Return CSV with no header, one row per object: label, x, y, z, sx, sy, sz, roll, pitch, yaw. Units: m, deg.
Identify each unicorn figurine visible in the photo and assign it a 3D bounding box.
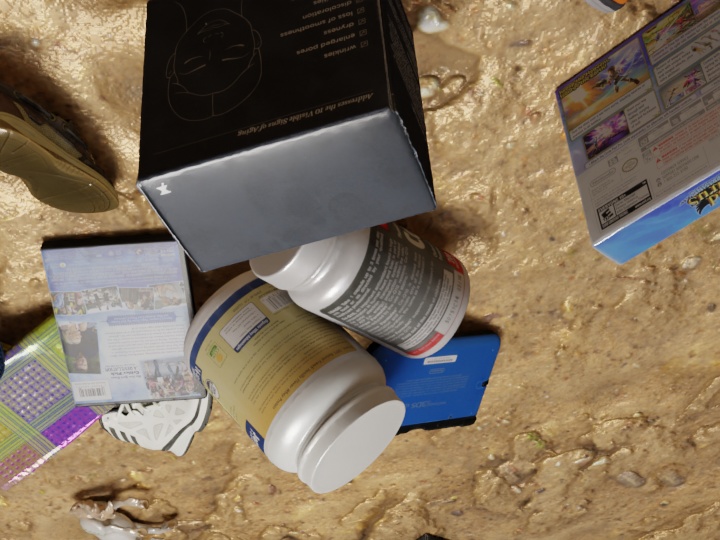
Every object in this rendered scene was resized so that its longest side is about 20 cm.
unicorn figurine,-0.319,0.355,1.643,0.137,0.074,0.200,-10,128,21

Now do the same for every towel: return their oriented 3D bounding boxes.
towel,-0.362,0.146,1.318,0.200,0.023,0.144,-37,127,4

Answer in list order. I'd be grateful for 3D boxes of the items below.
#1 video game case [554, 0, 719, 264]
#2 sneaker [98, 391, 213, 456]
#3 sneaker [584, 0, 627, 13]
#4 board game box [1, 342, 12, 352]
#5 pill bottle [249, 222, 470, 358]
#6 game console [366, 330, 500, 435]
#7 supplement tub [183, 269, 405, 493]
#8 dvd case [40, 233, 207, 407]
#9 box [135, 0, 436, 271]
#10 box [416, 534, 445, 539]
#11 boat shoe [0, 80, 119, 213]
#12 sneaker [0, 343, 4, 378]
video game case,0.263,-0.129,1.007,0.200,0.182,0.045,-34,134,31
sneaker,-0.233,0.146,1.379,0.115,0.076,0.201,8,142,-19
sneaker,0.185,-0.278,0.897,0.112,0.078,0.200,-21,138,21
board game box,-0.435,0.142,1.368,0.200,0.057,0.165,27,132,-33
pill bottle,0.000,0.000,1.192,0.200,0.114,0.114,27,131,-34
game console,0.034,0.127,1.378,0.200,0.118,0.171,-2,117,-42
supplement tub,-0.065,0.108,1.223,0.144,0.200,0.145,-35,152,-22
dvd case,-0.238,0.054,1.261,0.142,0.018,0.201,-4,122,-1
box,-0.058,-0.131,0.958,0.199,0.197,0.124,-14,140,12
box,0.132,0.493,1.807,0.200,0.125,0.148,25,131,-30
boat shoe,-0.269,-0.106,1.072,0.073,0.065,0.200,-8,160,13
sneaker,-0.439,0.044,1.220,0.078,0.070,0.200,-24,118,20
